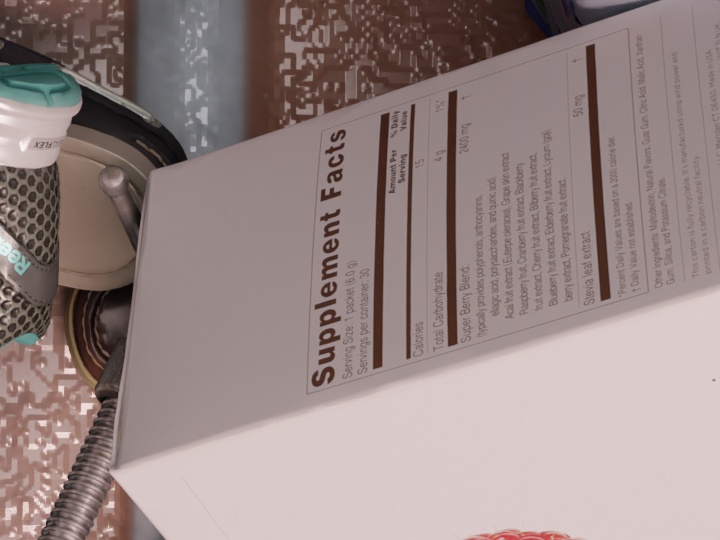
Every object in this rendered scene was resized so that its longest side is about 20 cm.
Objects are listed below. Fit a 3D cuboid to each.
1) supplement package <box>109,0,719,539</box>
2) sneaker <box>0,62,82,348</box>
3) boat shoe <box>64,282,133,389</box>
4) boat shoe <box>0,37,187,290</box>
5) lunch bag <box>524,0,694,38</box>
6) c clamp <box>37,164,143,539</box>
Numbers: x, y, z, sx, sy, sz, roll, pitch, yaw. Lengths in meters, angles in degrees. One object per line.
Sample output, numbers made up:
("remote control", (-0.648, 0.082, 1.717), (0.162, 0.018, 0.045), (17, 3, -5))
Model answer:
("supplement package", (0.047, 0.022, 0.668), (0.199, 0.120, 0.122), (-18, 132, 19))
("sneaker", (-0.171, -0.012, 0.712), (0.199, 0.077, 0.092), (-1, 97, 31))
("boat shoe", (0.000, 0.000, 0.789), (0.198, 0.072, 0.073), (-9, 87, -8))
("boat shoe", (-0.149, -0.052, 0.786), (0.199, 0.063, 0.073), (21, 116, 6))
("lunch bag", (0.147, -0.123, 0.719), (0.199, 0.170, 0.125), (-22, 65, 0))
("c clamp", (-0.085, 0.096, 0.723), (0.027, 0.171, 0.201), (10, 65, 24))
